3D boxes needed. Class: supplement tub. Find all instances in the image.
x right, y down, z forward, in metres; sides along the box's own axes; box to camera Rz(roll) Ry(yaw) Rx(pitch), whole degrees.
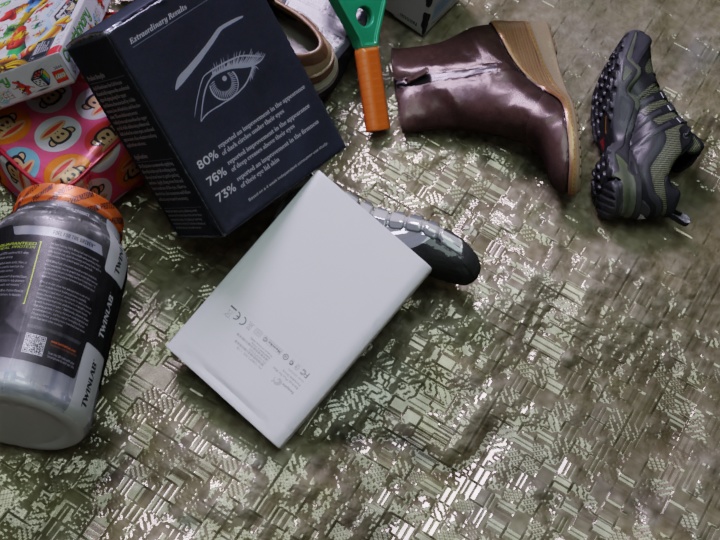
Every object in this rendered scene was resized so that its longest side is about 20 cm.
[{"bbox_3d":[-0.264,0.036,1.172,0.121,0.123,0.202,9,61,0],"label":"supplement tub"}]

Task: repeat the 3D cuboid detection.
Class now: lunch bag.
[{"bbox_3d":[-0.258,-0.149,1.295,0.176,0.082,0.200,38,65,25],"label":"lunch bag"}]

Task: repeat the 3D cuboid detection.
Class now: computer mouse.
[{"bbox_3d":[-0.064,-0.208,1.372,0.138,0.053,0.201,32,74,14],"label":"computer mouse"}]

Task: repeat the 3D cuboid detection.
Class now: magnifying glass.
[{"bbox_3d":[0.002,-0.234,1.345,0.079,0.022,0.202,-12,95,-35],"label":"magnifying glass"}]

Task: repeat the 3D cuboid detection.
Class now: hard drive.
[{"bbox_3d":[-0.052,0.032,1.204,0.132,0.026,0.200,40,85,8],"label":"hard drive"}]

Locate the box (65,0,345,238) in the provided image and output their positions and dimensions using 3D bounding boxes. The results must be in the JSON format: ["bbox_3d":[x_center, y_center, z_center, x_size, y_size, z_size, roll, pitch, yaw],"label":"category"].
[{"bbox_3d":[-0.132,-0.150,1.210,0.148,0.104,0.201,-36,108,-25],"label":"box"}]

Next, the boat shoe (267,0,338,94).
[{"bbox_3d":[-0.108,-0.237,1.318,0.199,0.072,0.076,25,72,12],"label":"boat shoe"}]

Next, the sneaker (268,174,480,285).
[{"bbox_3d":[0.000,0.000,1.254,0.198,0.075,0.116,22,67,17],"label":"sneaker"}]

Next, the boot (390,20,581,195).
[{"bbox_3d":[0.121,-0.147,1.356,0.165,0.073,0.202,-12,63,2],"label":"boot"}]

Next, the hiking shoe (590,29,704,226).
[{"bbox_3d":[0.278,-0.135,1.356,0.100,0.076,0.202,11,69,-9],"label":"hiking shoe"}]

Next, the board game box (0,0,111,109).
[{"bbox_3d":[-0.300,-0.214,1.287,0.125,0.035,0.201,-17,34,15],"label":"board game box"}]

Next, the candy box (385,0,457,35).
[{"bbox_3d":[0.029,-0.354,1.371,0.167,0.201,0.072,35,63,14],"label":"candy box"}]
